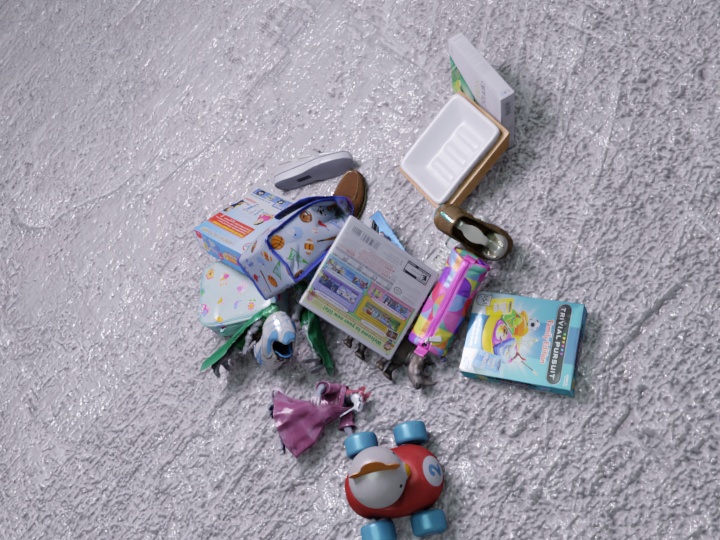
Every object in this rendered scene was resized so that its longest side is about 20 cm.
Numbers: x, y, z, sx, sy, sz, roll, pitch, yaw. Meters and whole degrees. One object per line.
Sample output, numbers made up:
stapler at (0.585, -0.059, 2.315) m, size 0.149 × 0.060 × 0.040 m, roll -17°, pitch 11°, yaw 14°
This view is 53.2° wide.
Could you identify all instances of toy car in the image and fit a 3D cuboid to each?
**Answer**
toy car at (0.049, 0.339, 1.181) m, size 0.173 × 0.201 × 0.188 m, roll -13°, pitch 65°, yaw 3°

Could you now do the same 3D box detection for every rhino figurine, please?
rhino figurine at (0.066, 0.156, 1.351) m, size 0.198 × 0.060 × 0.088 m, roll 32°, pitch 75°, yaw 29°

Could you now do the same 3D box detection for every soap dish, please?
soap dish at (0.188, -0.230, 1.428) m, size 0.201 × 0.081 × 0.158 m, roll -51°, pitch 56°, yaw 14°

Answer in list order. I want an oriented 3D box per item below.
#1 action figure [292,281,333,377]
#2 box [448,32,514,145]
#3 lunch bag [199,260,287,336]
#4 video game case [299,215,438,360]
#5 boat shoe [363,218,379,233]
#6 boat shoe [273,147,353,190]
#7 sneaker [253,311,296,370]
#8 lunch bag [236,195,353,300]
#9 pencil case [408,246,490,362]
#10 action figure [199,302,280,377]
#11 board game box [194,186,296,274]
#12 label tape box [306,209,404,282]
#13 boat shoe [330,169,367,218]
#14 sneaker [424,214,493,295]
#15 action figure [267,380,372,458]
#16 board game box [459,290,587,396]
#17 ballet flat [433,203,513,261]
action figure at (-0.104, 0.103, 1.431) m, size 0.053 × 0.119 × 0.203 m, roll -16°, pitch 51°, yaw 1°
box at (0.242, -0.359, 1.439) m, size 0.036 × 0.145 × 0.202 m, roll -26°, pitch 57°, yaw -5°
lunch bag at (-0.251, 0.053, 1.536) m, size 0.196 × 0.077 × 0.164 m, roll -14°, pitch 64°, yaw 19°
video game case at (0.017, 0.032, 1.303) m, size 0.198 × 0.022 × 0.184 m, roll 32°, pitch 86°, yaw -8°
boat shoe at (0.038, 0.002, 1.350) m, size 0.066 × 0.074 × 0.204 m, roll -4°, pitch 79°, yaw 9°
boat shoe at (-0.107, -0.238, 1.602) m, size 0.197 × 0.072 × 0.067 m, roll -17°, pitch 66°, yaw 27°
sneaker at (-0.162, 0.153, 1.393) m, size 0.071 × 0.201 × 0.073 m, roll -18°, pitch 65°, yaw -22°
lunch bag at (-0.118, -0.060, 1.370) m, size 0.199 × 0.125 × 0.169 m, roll -41°, pitch 10°, yaw -30°
pencil case at (0.160, 0.061, 1.305) m, size 0.088 × 0.088 × 0.203 m, roll 31°, pitch 101°, yaw 32°
action figure at (-0.228, 0.134, 1.446) m, size 0.055 × 0.118 × 0.200 m, roll 46°, pitch 113°, yaw 3°
board game box at (-0.217, -0.085, 1.528) m, size 0.198 × 0.057 × 0.195 m, roll 25°, pitch 50°, yaw 37°
label tape box at (0.000, 0.000, 1.447) m, size 0.198 × 0.063 × 0.145 m, roll -36°, pitch 59°, yaw 6°
boat shoe at (-0.039, -0.129, 1.519) m, size 0.070 × 0.068 × 0.204 m, roll 5°, pitch 71°, yaw 27°
sneaker at (0.171, -0.035, 1.373) m, size 0.200 × 0.080 × 0.071 m, roll -43°, pitch 59°, yaw 4°
action figure at (-0.068, 0.269, 1.364) m, size 0.196 × 0.136 × 0.149 m, roll -24°, pitch 16°, yaw 0°
board game box at (0.286, 0.125, 1.267) m, size 0.196 × 0.047 × 0.154 m, roll 6°, pitch 71°, yaw 28°
ballet flat at (0.216, -0.059, 1.290) m, size 0.069 × 0.198 × 0.072 m, roll -56°, pitch 33°, yaw 9°
